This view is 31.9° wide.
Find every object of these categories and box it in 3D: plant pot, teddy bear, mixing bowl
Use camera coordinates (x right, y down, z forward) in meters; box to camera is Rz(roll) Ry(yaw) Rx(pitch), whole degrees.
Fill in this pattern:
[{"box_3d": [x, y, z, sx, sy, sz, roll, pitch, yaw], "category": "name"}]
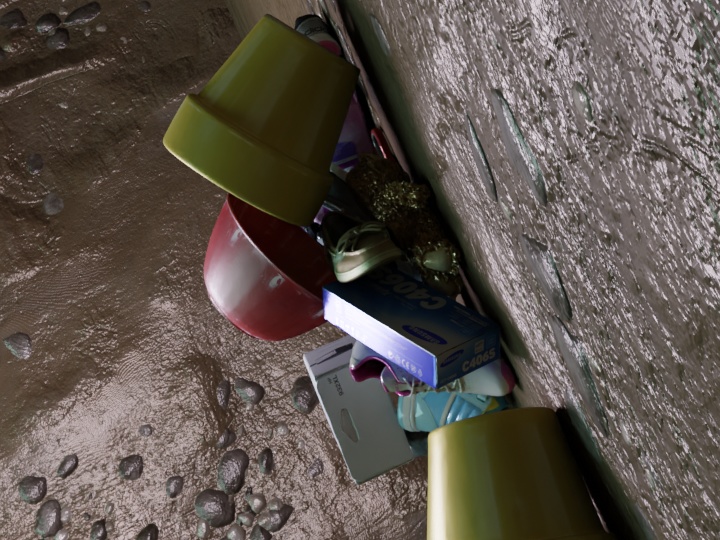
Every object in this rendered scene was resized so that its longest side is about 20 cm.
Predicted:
[{"box_3d": [-0.099, -0.182, 1.465, 0.199, 0.190, 0.201, 30, -172, -5], "category": "plant pot"}, {"box_3d": [0.142, 0.239, 1.205, 0.201, 0.198, 0.192, 78, -179, -74], "category": "plant pot"}, {"box_3d": [0.061, -0.054, 1.441, 0.200, 0.066, 0.146, 48, 169, 48], "category": "teddy bear"}, {"box_3d": [-0.115, 0.011, 1.510, 0.200, 0.109, 0.200, 40, -166, -12], "category": "mixing bowl"}]

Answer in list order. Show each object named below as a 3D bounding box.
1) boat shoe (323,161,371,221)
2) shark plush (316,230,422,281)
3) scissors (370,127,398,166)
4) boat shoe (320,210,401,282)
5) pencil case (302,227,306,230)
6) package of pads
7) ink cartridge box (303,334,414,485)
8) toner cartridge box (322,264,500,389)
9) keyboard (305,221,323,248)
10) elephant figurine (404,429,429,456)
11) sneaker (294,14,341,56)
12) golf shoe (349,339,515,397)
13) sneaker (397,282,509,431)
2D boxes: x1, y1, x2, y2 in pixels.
[{"box_3d": [0.010, -0.059, 1.637, 0.200, 0.062, 0.073, 42, 177, -10], "category": "boat shoe"}, {"box_3d": [0.000, 0.000, 1.558, 0.199, 0.084, 0.090, 33, -163, 30], "category": "shark plush"}, {"box_3d": [0.055, -0.100, 1.551, 0.074, 0.014, 0.201, 81, 163, -48], "category": "scissors"}, {"box_3d": [-0.007, -0.033, 1.428, 0.201, 0.072, 0.064, -149, 35, -78], "category": "boat shoe"}, {"box_3d": [-0.010, -0.019, 1.822, 0.199, 0.086, 0.079, 22, -112, -48], "category": "pencil case"}, {"box_3d": [-0.039, -0.154, 1.683, 0.201, 0.119, 0.076, 70, -175, -46], "category": "package of pads"}, {"box_3d": [-0.005, 0.172, 1.617, 0.200, 0.083, 0.147, -145, 33, -82], "category": "ink cartridge box"}, {"box_3d": [0.053, 0.056, 1.383, 0.199, 0.094, 0.044, 29, 132, 45], "category": "toner cartridge box"}, {"box_3d": [0.021, -0.023, 1.699, 0.198, 0.040, 0.104, 22, -159, -24], "category": "keyboard"}, {"box_3d": [0.100, 0.134, 1.641, 0.155, 0.140, 0.203, -25, 73, 58], "category": "elephant figurine"}, {"box_3d": [-0.069, -0.264, 1.687, 0.201, 0.073, 0.088, 103, 155, -56], "category": "sneaker"}, {"box_3d": [0.077, 0.115, 1.422, 0.198, 0.092, 0.076, 16, 143, 29], "category": "golf shoe"}, {"box_3d": [0.122, 0.104, 1.498, 0.079, 0.129, 0.203, -14, -66, -63], "category": "sneaker"}]
